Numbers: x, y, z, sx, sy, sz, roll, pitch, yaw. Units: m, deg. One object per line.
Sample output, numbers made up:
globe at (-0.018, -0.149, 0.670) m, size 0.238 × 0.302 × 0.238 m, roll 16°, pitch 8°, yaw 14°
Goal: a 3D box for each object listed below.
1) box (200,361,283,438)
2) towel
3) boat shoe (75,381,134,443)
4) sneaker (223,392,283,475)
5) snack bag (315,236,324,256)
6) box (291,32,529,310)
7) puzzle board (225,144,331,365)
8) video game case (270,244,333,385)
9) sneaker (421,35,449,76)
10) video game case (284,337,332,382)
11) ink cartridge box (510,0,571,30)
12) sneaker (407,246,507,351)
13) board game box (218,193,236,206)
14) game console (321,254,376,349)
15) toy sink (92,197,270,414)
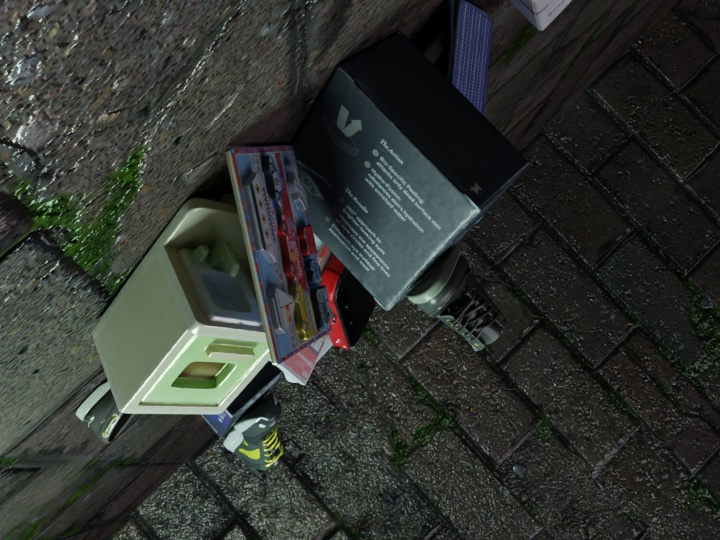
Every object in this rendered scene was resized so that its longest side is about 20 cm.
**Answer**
box at (-0.205, 0.145, 1.314) m, size 0.104 × 0.148 × 0.200 m, roll -41°, pitch 173°, yaw -22°
towel at (0.124, -0.239, 1.065) m, size 0.200 × 0.024 × 0.146 m, roll -25°, pitch 120°, yaw -70°
boat shoe at (-0.283, 0.141, 1.179) m, size 0.201 × 0.061 × 0.072 m, roll -44°, pitch 174°, yaw 7°
sneaker at (-0.141, 0.246, 1.334) m, size 0.074 × 0.085 × 0.200 m, roll -40°, pitch 174°, yaw -28°
snack bag at (-0.098, 0.022, 1.103) m, size 0.201 × 0.021 × 0.189 m, roll -53°, pitch 161°, yaw -15°
box at (0.035, -0.102, 0.956) m, size 0.117 × 0.197 × 0.200 m, roll -39°, pitch 173°, yaw -41°
puzzle board at (-0.073, -0.022, 0.881) m, size 0.017 × 0.202 × 0.151 m, roll -11°, pitch -175°, yaw 18°
video game case at (-0.052, 0.044, 1.178) m, size 0.201 × 0.017 × 0.143 m, roll -64°, pitch 162°, yaw -12°
sneaker at (0.097, -0.221, 1.099) m, size 0.077 × 0.082 × 0.200 m, roll -43°, pitch 175°, yaw 1°
video game case at (-0.070, 0.021, 1.242) m, size 0.023 × 0.201 × 0.182 m, roll 7°, pitch -143°, yaw 38°
ink cartridge box at (0.217, -0.354, 0.968) m, size 0.146 × 0.083 × 0.200 m, roll -45°, pitch 175°, yaw 13°
sneaker at (0.116, 0.036, 0.984) m, size 0.075 × 0.106 × 0.200 m, roll -45°, pitch 175°, yaw 7°
board game box at (-0.142, -0.035, 1.021) m, size 0.134 × 0.034 × 0.200 m, roll -46°, pitch 174°, yaw 18°
game console at (0.000, 0.000, 1.211) m, size 0.200 × 0.031 × 0.178 m, roll 77°, pitch 36°, yaw -62°
toy sink at (-0.152, 0.046, 0.894) m, size 0.130 × 0.112 × 0.200 m, roll 11°, pitch 129°, yaw -48°
